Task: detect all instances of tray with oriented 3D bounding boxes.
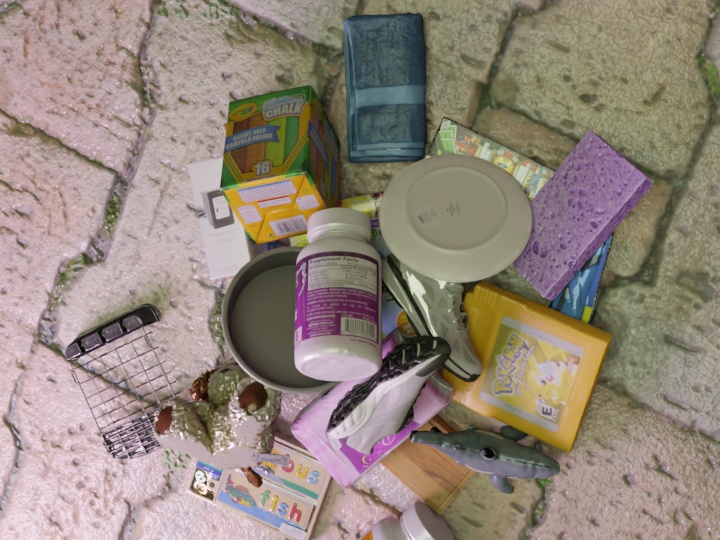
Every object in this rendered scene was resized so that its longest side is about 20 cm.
[{"bbox_3d":[0.066,0.232,1.690,0.200,0.037,0.099,40,103,7],"label":"tray"}]

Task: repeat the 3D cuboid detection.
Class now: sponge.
[{"bbox_3d":[0.270,-0.071,1.569,0.200,0.030,0.112,-51,54,13],"label":"sponge"}]

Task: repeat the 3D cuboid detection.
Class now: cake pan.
[{"bbox_3d":[-0.083,0.068,1.595,0.198,0.037,0.202,4,68,-10],"label":"cake pan"}]

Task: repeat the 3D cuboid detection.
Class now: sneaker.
[{"bbox_3d":[0.282,-0.012,1.597,0.078,0.066,0.202,17,99,11],"label":"sneaker"},{"bbox_3d":[0.046,0.157,1.550,0.079,0.074,0.200,40,114,-14],"label":"sneaker"},{"bbox_3d":[0.118,0.039,1.575,0.115,0.076,0.201,-38,85,17],"label":"sneaker"}]

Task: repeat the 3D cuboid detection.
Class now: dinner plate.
[{"bbox_3d":[0.122,-0.075,1.571,0.198,0.024,0.202,-1,57,2],"label":"dinner plate"}]

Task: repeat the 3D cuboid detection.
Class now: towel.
[{"bbox_3d":[0.034,-0.247,1.650,0.110,0.049,0.202,0,95,14],"label":"towel"}]

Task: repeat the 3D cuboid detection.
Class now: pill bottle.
[{"bbox_3d":[-0.027,0.029,1.541,0.111,0.112,0.202,-6,66,15],"label":"pill bottle"},{"bbox_3d":[0.032,0.411,1.675,0.200,0.111,0.111,-44,84,14],"label":"pill bottle"}]

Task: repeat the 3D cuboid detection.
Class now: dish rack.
[{"bbox_3d":[-0.334,0.168,1.780,0.152,0.055,0.202,-24,90,17],"label":"dish rack"}]

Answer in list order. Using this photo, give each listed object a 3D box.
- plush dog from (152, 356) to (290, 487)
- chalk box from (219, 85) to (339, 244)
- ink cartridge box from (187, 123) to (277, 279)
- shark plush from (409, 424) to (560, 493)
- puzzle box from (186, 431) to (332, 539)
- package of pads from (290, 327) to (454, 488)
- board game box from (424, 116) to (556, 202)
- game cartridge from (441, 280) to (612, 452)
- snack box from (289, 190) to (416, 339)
[{"bbox_3d":[-0.163,0.186,1.685,0.198,0.173,0.161,-18,128,24],"label":"plush dog"},{"bbox_3d":[-0.103,-0.159,1.634,0.123,0.124,0.202,-11,53,15],"label":"chalk box"},{"bbox_3d":[-0.177,-0.096,1.683,0.066,0.116,0.202,-11,92,16],"label":"ink cartridge box"},{"bbox_3d":[0.162,0.228,1.605,0.199,0.083,0.091,28,84,-16],"label":"shark plush"},{"bbox_3d":[-0.141,0.294,1.754,0.198,0.025,0.134,21,99,12],"label":"puzzle box"},{"bbox_3d":[0.016,0.185,1.633,0.200,0.076,0.121,-42,94,17],"label":"package of pads"},{"bbox_3d":[0.178,-0.116,1.638,0.199,0.023,0.106,27,103,11],"label":"board game box"},{"bbox_3d":[0.212,0.126,1.612,0.198,0.032,0.178,22,116,17],"label":"game cartridge"},{"bbox_3d":[0.000,0.000,1.671,0.167,0.068,0.202,-11,94,14],"label":"snack box"}]
